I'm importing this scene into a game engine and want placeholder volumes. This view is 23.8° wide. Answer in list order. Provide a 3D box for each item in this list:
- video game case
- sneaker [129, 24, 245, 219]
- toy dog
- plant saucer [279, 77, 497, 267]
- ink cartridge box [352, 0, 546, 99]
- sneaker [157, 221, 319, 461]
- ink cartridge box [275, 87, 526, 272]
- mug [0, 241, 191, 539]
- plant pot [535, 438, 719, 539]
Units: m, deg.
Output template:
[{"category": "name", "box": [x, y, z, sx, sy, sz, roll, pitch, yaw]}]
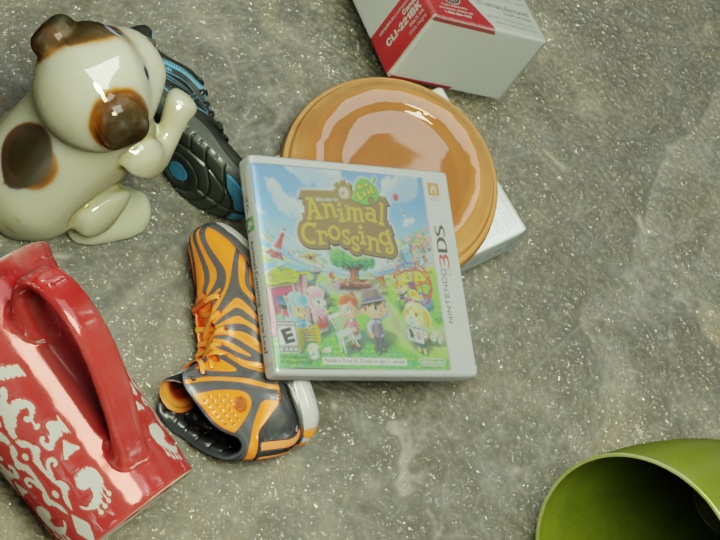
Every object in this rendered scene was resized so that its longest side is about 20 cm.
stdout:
[{"category": "video game case", "box": [0.000, 0.000, 1.397, 0.199, 0.022, 0.183, 3, 71, -34]}, {"category": "sneaker", "box": [-0.148, -0.131, 1.451, 0.200, 0.073, 0.082, 47, 49, 2]}, {"category": "toy dog", "box": [-0.222, -0.118, 1.318, 0.193, 0.200, 0.140, -19, 72, -37]}, {"category": "plant saucer", "box": [0.028, -0.084, 1.502, 0.199, 0.037, 0.201, 5, 68, -13]}, {"category": "ink cartridge box", "box": [0.066, -0.270, 1.615, 0.144, 0.084, 0.200, 6, 47, -38]}, {"category": "sneaker", "box": [-0.115, 0.057, 1.354, 0.112, 0.078, 0.201, -13, 69, -36]}, {"category": "ink cartridge box", "box": [0.026, -0.058, 1.537, 0.199, 0.047, 0.160, -24, 76, -20]}, {"category": "mug", "box": [-0.222, 0.095, 1.219, 0.133, 0.178, 0.200, -36, 87, -9]}, {"category": "plant pot", "box": [0.277, 0.217, 1.434, 0.200, 0.187, 0.188, -17, 71, -51]}]
